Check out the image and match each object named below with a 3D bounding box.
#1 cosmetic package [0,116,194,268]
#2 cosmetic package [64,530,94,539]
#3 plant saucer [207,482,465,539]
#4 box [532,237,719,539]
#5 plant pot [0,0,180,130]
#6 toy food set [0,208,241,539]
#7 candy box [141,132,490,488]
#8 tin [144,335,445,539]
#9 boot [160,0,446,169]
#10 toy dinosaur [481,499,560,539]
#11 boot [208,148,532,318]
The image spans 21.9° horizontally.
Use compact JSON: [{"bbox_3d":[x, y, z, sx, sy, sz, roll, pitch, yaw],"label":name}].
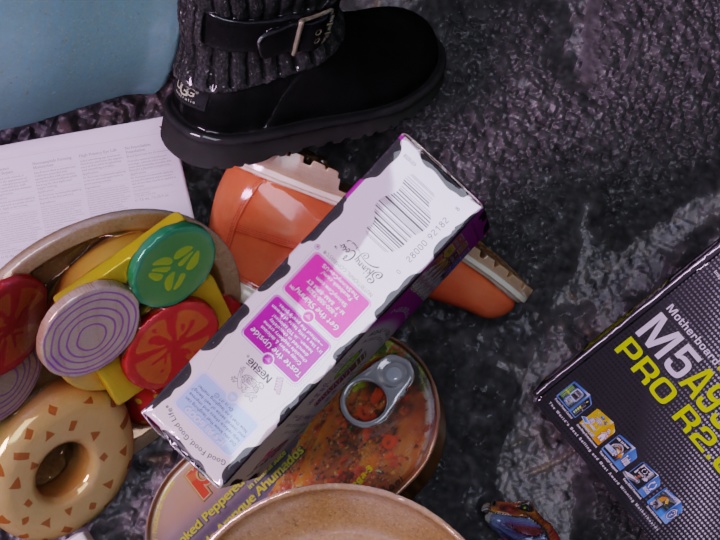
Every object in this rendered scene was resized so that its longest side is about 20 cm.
[{"bbox_3d":[-0.201,-0.029,1.096,0.200,0.051,0.083,-10,75,-10],"label":"cosmetic package"},{"bbox_3d":[-0.149,0.258,1.060,0.105,0.071,0.200,-29,86,-9],"label":"cosmetic package"},{"bbox_3d":[-0.010,0.217,1.013,0.200,0.035,0.200,-2,81,13],"label":"plant saucer"},{"bbox_3d":[0.225,0.098,1.100,0.160,0.044,0.200,-40,88,22],"label":"box"},{"bbox_3d":[-0.204,-0.170,1.062,0.188,0.200,0.200,-1,82,-22],"label":"plant pot"},{"bbox_3d":[-0.149,0.051,1.038,0.200,0.198,0.049,-36,52,-11],"label":"toy food set"},{"bbox_3d":[-0.019,0.024,1.011,0.061,0.136,0.200,43,90,7],"label":"candy box"},{"bbox_3d":[-0.037,0.122,1.088,0.200,0.042,0.112,-44,70,-5],"label":"tin"},{"bbox_3d":[-0.020,-0.153,1.056,0.079,0.158,0.211,35,41,31],"label":"boot"},{"bbox_3d":[0.041,0.216,1.102,0.181,0.200,0.105,-20,53,-34],"label":"toy dinosaur"},{"bbox_3d":[0.000,0.000,1.120,0.200,0.075,0.107,23,96,-5],"label":"boot"}]
